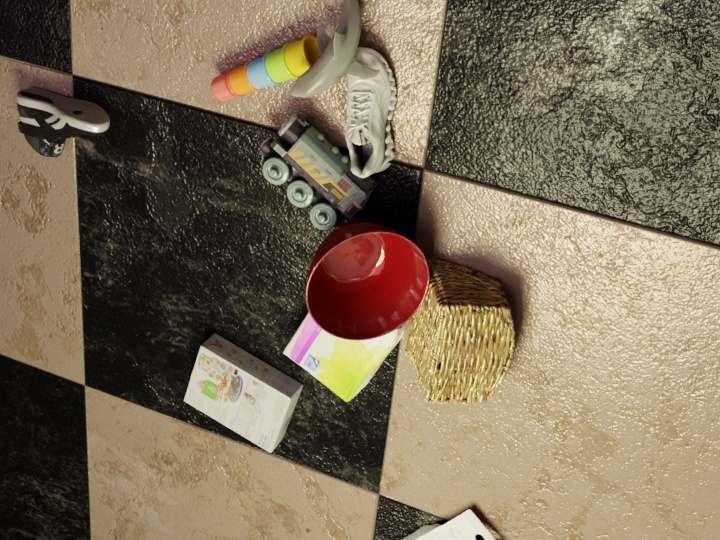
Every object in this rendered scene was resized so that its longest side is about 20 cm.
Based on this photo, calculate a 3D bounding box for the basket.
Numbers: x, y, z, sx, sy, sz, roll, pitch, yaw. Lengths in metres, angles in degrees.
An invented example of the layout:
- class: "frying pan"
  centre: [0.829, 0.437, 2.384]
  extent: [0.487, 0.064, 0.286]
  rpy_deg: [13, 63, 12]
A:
- class: "basket"
  centre: [0.166, 0.097, 1.710]
  extent: [0.142, 0.149, 0.201]
  rpy_deg: [1, 121, -12]

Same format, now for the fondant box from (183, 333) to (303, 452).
- class: "fondant box"
  centre: [-0.220, 0.229, 1.966]
  extent: [0.199, 0.058, 0.145]
  rpy_deg: [28, 124, 9]

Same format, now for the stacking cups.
- class: "stacking cups"
  centre: [-0.151, -0.317, 1.657]
  extent: [0.199, 0.061, 0.061]
  rpy_deg: [-10, 111, 33]

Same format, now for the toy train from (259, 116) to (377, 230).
- class: "toy train"
  centre: [-0.067, -0.155, 1.683]
  extent: [0.200, 0.085, 0.114]
  rpy_deg: [43, 118, -3]

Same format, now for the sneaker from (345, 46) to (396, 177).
- class: "sneaker"
  centre: [0.010, -0.237, 1.603]
  extent: [0.075, 0.081, 0.201]
  rpy_deg: [7, 116, 25]

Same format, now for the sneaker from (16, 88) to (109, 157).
- class: "sneaker"
  centre: [-0.521, -0.246, 1.865]
  extent: [0.199, 0.073, 0.113]
  rpy_deg: [22, 126, 24]

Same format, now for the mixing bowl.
- class: "mixing bowl"
  centre: [0.000, 0.000, 1.669]
  extent: [0.199, 0.109, 0.201]
  rpy_deg: [-8, 123, -12]

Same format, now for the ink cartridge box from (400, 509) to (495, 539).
- class: "ink cartridge box"
  centre: [0.180, 0.530, 1.942]
  extent: [0.200, 0.050, 0.162]
  rpy_deg: [-38, 95, 26]

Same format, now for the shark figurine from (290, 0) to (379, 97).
- class: "shark figurine"
  centre: [-0.033, -0.357, 1.530]
  extent: [0.127, 0.089, 0.216]
  rpy_deg: [9, 95, 13]

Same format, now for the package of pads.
- class: "package of pads"
  centre: [-0.023, 0.114, 1.805]
  extent: [0.154, 0.068, 0.200]
  rpy_deg: [36, 125, 5]
